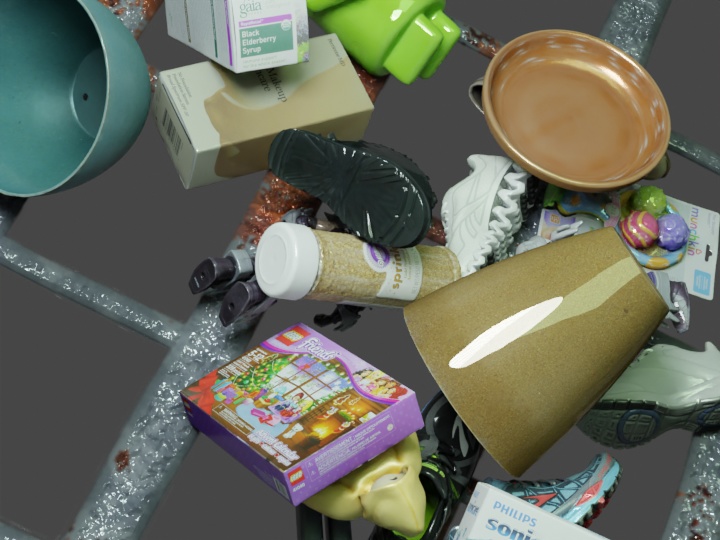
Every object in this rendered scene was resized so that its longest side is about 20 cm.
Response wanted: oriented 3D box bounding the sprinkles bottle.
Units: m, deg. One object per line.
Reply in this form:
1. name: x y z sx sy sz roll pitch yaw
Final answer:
1. sprinkles bottle: 0.000 0.000 1.524 0.199 0.068 0.069 7 56 -37

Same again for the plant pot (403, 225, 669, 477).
1. plant pot: 0.172 0.055 1.486 0.199 0.186 0.187 -35 70 9

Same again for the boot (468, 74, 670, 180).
1. boot: 0.211 -0.149 1.725 0.146 0.071 0.200 -16 47 -37

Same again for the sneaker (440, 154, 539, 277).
1. sneaker: 0.112 -0.037 1.650 0.081 0.075 0.201 18 57 17

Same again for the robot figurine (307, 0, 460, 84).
1. robot figurine: 0.009 -0.287 1.729 0.200 0.116 0.175 44 31 13

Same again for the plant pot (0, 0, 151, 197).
1. plant pot: -0.276 -0.171 1.553 0.201 0.200 0.134 53 25 16

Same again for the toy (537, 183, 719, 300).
1. toy: 0.289 -0.055 1.718 0.199 0.047 0.116 17 57 -5

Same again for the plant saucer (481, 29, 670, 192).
1. plant saucer: 0.217 -0.158 1.673 0.199 0.038 0.201 6 57 -10

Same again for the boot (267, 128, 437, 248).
1. boot: 0.020 -0.078 1.573 0.198 0.074 0.162 29 11 30

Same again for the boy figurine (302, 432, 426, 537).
1. boy figurine: -0.004 0.171 1.427 0.124 0.065 0.200 -24 28 -11

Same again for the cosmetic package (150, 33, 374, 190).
1. cosmetic package: -0.099 -0.161 1.650 0.199 0.071 0.106 -18 66 -25

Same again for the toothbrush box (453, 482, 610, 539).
1. toothbrush box: 0.130 0.301 1.392 0.146 0.085 0.201 23 86 -2

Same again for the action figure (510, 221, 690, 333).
1. action figure: 0.227 0.009 1.605 0.199 0.130 0.070 16 71 -29

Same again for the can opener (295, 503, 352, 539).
1. can opener: -0.024 0.271 1.427 0.052 0.067 0.201 4 54 -15

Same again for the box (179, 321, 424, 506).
1. box: -0.055 0.120 1.437 0.136 0.039 0.200 -29 30 -22

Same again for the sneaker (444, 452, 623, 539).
1. sneaker: 0.158 0.215 1.503 0.200 0.079 0.096 -35 73 -30

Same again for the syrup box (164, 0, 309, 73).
1. syrup box: -0.126 -0.257 1.628 0.078 0.082 0.200 -13 24 -23

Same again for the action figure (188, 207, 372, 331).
1. action figure: -0.059 -0.001 1.573 0.199 0.070 0.130 -12 57 -38

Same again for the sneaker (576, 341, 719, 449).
1. sneaker: 0.286 0.119 1.613 0.199 0.075 0.087 -3 49 -26

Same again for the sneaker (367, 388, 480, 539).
1. sneaker: 0.066 0.189 1.487 0.070 0.083 0.200 28 56 0
